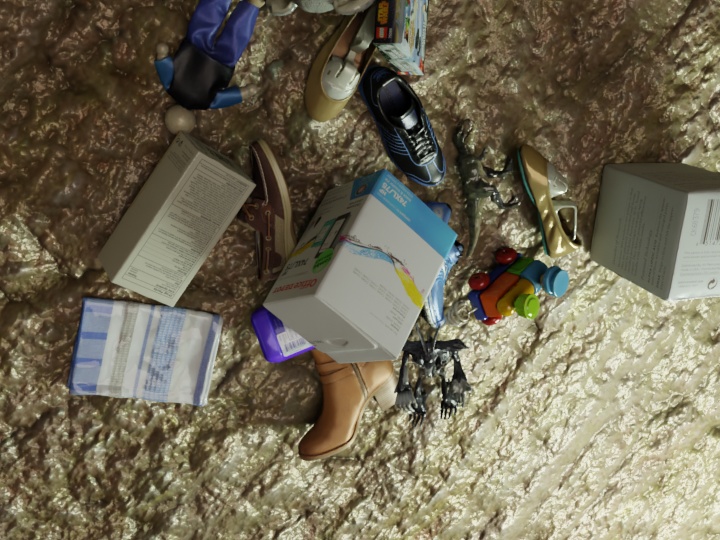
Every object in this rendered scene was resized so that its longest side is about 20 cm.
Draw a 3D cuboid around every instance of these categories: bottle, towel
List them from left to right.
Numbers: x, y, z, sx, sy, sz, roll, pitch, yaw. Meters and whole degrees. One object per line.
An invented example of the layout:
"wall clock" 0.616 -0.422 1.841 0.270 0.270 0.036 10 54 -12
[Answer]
"towel" -0.299 0.118 1.141 0.198 0.024 0.148 10 105 -23
"bottle" -0.057 0.063 1.181 0.199 0.065 0.084 -22 95 -11

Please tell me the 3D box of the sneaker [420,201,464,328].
"sneaker" 0.117 -0.007 1.214 0.088 0.079 0.202 -10 112 -13

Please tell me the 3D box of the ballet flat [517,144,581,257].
"ballet flat" 0.292 -0.110 1.235 0.062 0.069 0.201 -10 126 23

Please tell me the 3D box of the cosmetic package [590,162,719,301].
"cosmetic package" 0.489 -0.067 1.257 0.163 0.200 0.167 -3 109 -19

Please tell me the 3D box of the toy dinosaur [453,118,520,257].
"toy dinosaur" 0.187 -0.125 1.204 0.087 0.047 0.202 -7 99 -6

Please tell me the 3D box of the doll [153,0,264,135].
"doll" -0.190 -0.261 1.025 0.136 0.048 0.201 25 99 -25

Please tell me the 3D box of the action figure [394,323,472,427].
"action figure" 0.110 0.166 1.225 0.118 0.103 0.201 -6 141 5

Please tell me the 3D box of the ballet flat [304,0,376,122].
"ballet flat" -0.014 -0.287 1.070 0.068 0.063 0.201 22 101 -23

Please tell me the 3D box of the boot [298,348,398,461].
"boot" -0.038 0.180 1.227 0.199 0.077 0.156 -33 119 -8

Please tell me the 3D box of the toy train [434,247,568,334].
"toy train" 0.216 0.051 1.221 0.200 0.115 0.085 -39 120 -28

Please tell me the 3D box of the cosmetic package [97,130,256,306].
"cosmetic package" -0.237 -0.065 1.050 0.103 0.073 0.201 30 101 -44

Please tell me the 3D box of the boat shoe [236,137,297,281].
"boat shoe" -0.133 -0.077 1.104 0.071 0.072 0.202 -16 120 -15

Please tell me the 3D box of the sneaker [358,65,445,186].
"sneaker" 0.066 -0.192 1.126 0.070 0.078 0.200 -39 117 -2

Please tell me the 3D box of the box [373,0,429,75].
"box" 0.056 -0.358 1.000 0.039 0.137 0.202 4 88 16

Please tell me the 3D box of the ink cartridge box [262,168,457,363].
"ink cartridge box" 0.000 0.000 1.074 0.146 0.146 0.201 39 63 -23

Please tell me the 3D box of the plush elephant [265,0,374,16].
"plush elephant" -0.060 -0.377 0.950 0.200 0.163 0.156 22 70 -58
